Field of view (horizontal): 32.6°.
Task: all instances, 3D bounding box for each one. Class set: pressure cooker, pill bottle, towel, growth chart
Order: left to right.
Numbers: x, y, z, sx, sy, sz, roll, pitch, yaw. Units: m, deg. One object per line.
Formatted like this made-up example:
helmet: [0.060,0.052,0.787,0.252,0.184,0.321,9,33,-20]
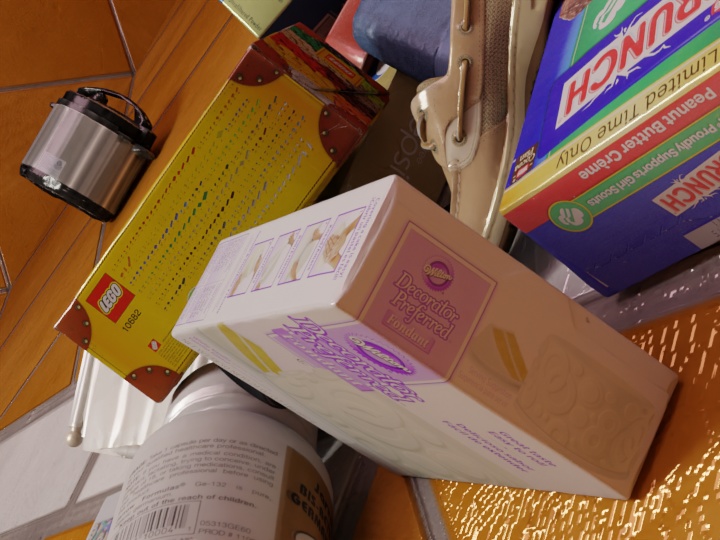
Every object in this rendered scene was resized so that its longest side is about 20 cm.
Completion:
pressure cooker: [-0.435,-0.199,2.006,0.201,0.176,0.179,-62,23,-5]
growth chart: [-0.162,0.080,0.924,0.200,0.018,0.145,5,76,49]
pill bottle: [-0.071,0.137,0.634,0.114,0.114,0.200,-48,18,24]
towel: [0.081,-0.153,0.745,0.200,0.048,0.112,35,93,47]

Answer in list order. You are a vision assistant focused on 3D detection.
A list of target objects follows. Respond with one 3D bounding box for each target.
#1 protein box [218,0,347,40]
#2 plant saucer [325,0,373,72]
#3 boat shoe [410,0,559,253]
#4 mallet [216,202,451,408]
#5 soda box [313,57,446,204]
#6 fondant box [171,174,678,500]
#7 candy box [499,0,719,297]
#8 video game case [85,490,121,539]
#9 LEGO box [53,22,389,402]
protein box: [-0.028,-0.289,1.033,0.200,0.135,0.198,-48,-15,10]
plant saucer: [0.001,-0.173,0.964,0.200,0.037,0.200,113,-178,-56]
boat shoe: [0.061,-0.083,0.641,0.071,0.064,0.201,-25,-55,-77]
mallet: [0.000,0.000,0.689,0.066,0.041,0.200,20,51,43]
soda box: [0.032,-0.104,0.844,0.064,0.068,0.201,-22,39,58]
fondant box: [0.016,0.036,0.536,0.058,0.144,0.200,-62,19,-19]
candy box: [0.155,-0.111,0.533,0.169,0.077,0.201,-34,30,49]
video game case: [-0.189,0.244,0.902,0.182,0.024,0.201,-31,32,53]
LEGO box: [-0.076,-0.039,0.732,0.200,0.077,0.149,-52,4,16]
